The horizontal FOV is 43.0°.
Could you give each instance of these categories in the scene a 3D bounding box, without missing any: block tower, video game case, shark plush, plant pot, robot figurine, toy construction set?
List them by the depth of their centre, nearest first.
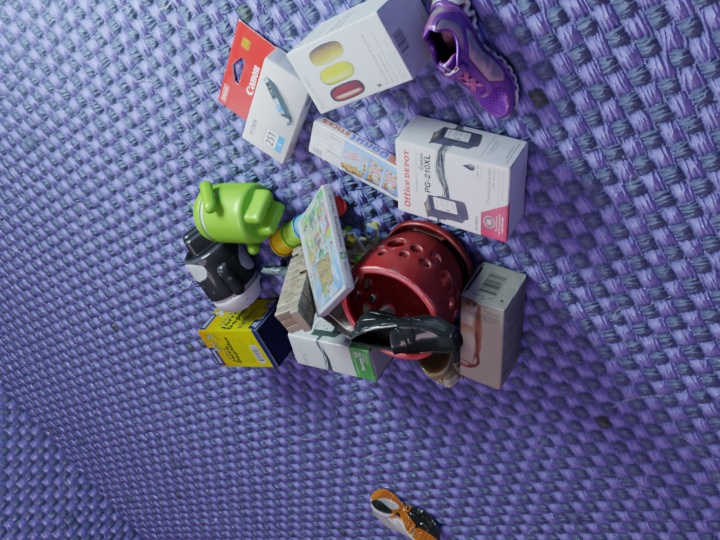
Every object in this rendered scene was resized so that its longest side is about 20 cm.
[{"bbox_3d":[-0.064,-0.030,1.602,0.200,0.022,0.185,135,124,-67],"label":"video game case"},{"bbox_3d":[0.091,0.023,1.603,0.198,0.183,0.202,22,138,20],"label":"plant pot"},{"bbox_3d":[-0.108,0.029,1.715,0.057,0.202,0.054,-20,126,25],"label":"block tower"},{"bbox_3d":[0.000,0.000,1.737,0.129,0.092,0.203,4,119,36],"label":"toy construction set"},{"bbox_3d":[-0.245,-0.113,1.793,0.197,0.117,0.175,3,155,36],"label":"robot figurine"},{"bbox_3d":[-0.121,0.017,1.837,0.198,0.084,0.091,25,150,19],"label":"shark plush"},{"bbox_3d":[-0.290,-0.008,1.927,0.123,0.151,0.201,-20,116,30],"label":"robot figurine"}]

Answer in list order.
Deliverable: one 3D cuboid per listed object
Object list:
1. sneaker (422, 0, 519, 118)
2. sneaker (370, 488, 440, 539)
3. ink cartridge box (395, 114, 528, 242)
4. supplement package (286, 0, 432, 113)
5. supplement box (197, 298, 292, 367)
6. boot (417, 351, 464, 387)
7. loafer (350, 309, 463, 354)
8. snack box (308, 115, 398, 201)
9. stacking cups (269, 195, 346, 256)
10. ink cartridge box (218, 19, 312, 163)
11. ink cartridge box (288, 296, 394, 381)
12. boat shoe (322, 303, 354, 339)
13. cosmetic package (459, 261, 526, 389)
[{"bbox_3d":[0.152,-0.298,1.322,0.080,0.089,0.201,-18,116,45],"label":"sneaker"},{"bbox_3d":[0.111,0.622,2.263,0.199,0.076,0.093,34,149,19],"label":"sneaker"},{"bbox_3d":[0.159,-0.149,1.461,0.197,0.085,0.146,18,136,24],"label":"ink cartridge box"},{"bbox_3d":[0.005,-0.334,1.385,0.198,0.110,0.115,-12,120,44],"label":"supplement package"},{"bbox_3d":[-0.247,0.140,2.043,0.198,0.109,0.110,-5,125,41],"label":"supplement box"},{"bbox_3d":[0.152,0.164,1.696,0.071,0.201,0.156,-15,125,9],"label":"boot"},{"bbox_3d":[0.074,0.112,1.503,0.198,0.071,0.069,6,130,33],"label":"loafer"},{"bbox_3d":[0.001,-0.194,1.592,0.198,0.024,0.072,30,140,12],"label":"snack box"},{"bbox_3d":[-0.103,-0.087,1.748,0.061,0.061,0.199,47,141,-11],"label":"stacking cups"},{"bbox_3d":[-0.174,-0.309,1.606,0.175,0.045,0.201,34,141,5],"label":"ink cartridge box"},{"bbox_3d":[-0.025,0.127,1.825,0.197,0.147,0.084,8,132,31],"label":"ink cartridge box"},{"bbox_3d":[-0.046,0.077,1.727,0.200,0.066,0.058,40,156,45],"label":"boat shoe"},{"bbox_3d":[0.234,0.099,1.628,0.086,0.104,0.202,18,135,24],"label":"cosmetic package"}]
